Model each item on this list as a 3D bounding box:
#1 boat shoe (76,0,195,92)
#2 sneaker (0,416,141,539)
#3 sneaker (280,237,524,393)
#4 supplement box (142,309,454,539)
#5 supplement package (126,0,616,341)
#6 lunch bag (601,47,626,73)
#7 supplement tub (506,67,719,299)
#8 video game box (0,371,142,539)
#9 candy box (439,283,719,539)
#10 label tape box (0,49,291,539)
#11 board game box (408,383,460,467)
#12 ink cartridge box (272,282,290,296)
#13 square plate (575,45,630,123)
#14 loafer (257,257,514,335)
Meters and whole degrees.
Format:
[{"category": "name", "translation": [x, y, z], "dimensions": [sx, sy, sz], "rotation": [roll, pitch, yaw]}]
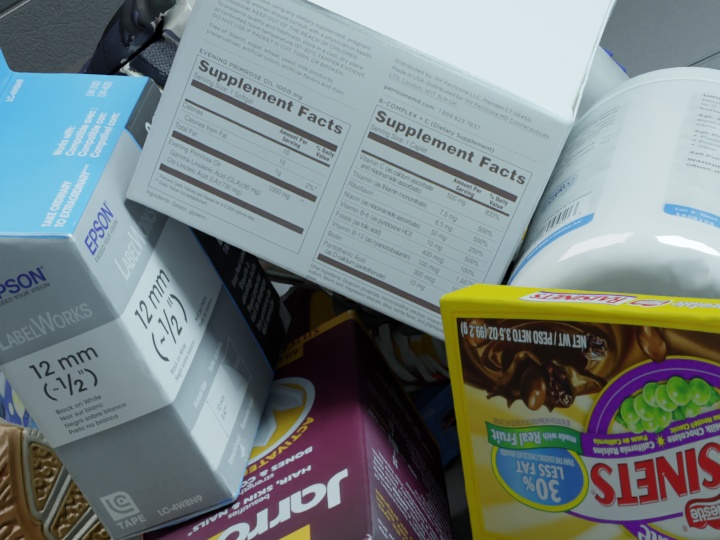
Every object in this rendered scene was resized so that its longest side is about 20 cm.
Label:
[{"category": "boat shoe", "translation": [-0.051, -0.076, 1.223], "dimensions": [0.093, 0.200, 0.075], "rotation": [-42, 31, 27]}, {"category": "sneaker", "translation": [-0.171, 0.105, 1.145], "dimensions": [0.076, 0.200, 0.088], "rotation": [-45, -13, -12]}, {"category": "sneaker", "translation": [0.031, 0.024, 1.160], "dimensions": [0.200, 0.075, 0.090], "rotation": [-31, 22, 6]}, {"category": "supplement box", "translation": [-0.025, 0.115, 1.015], "dimensions": [0.110, 0.086, 0.200], "rotation": [-28, 23, 10]}, {"category": "supplement package", "translation": [0.012, -0.080, 1.033], "dimensions": [0.200, 0.155, 0.111], "rotation": [-62, -5, -66]}, {"category": "lunch bag", "translation": [0.050, -0.075, 1.501], "dimensions": [0.200, 0.124, 0.170], "rotation": [-3, 31, 39]}, {"category": "supplement tub", "translation": [0.129, 0.007, 1.001], "dimensions": [0.132, 0.132, 0.200], "rotation": [-28, 14, 23]}, {"category": "video game box", "translation": [-0.145, 0.036, 1.185], "dimensions": [0.182, 0.201, 0.047], "rotation": [-1, 2, 41]}, {"category": "candy box", "translation": [0.108, 0.060, 0.847], "dimensions": [0.026, 0.103, 0.200], "rotation": [-19, 14, -39]}, {"category": "label tape box", "translation": [-0.110, -0.011, 1.006], "dimensions": [0.066, 0.200, 0.143], "rotation": [-19, 25, 19]}, {"category": "board game box", "translation": [-0.042, 0.120, 1.207], "dimensions": [0.200, 0.037, 0.151], "rotation": [-42, 17, -27]}, {"category": "ink cartridge box", "translation": [-0.095, 0.011, 1.314], "dimensions": [0.085, 0.148, 0.200], "rotation": [-28, -14, 14]}, {"category": "square plate", "translation": [0.072, -0.026, 1.244], "dimensions": [0.200, 0.029, 0.198], "rotation": [-30, -29, 16]}, {"category": "loafer", "translation": [0.000, 0.000, 1.121], "dimensions": [0.200, 0.072, 0.063], "rotation": [25, 100, 43]}]
